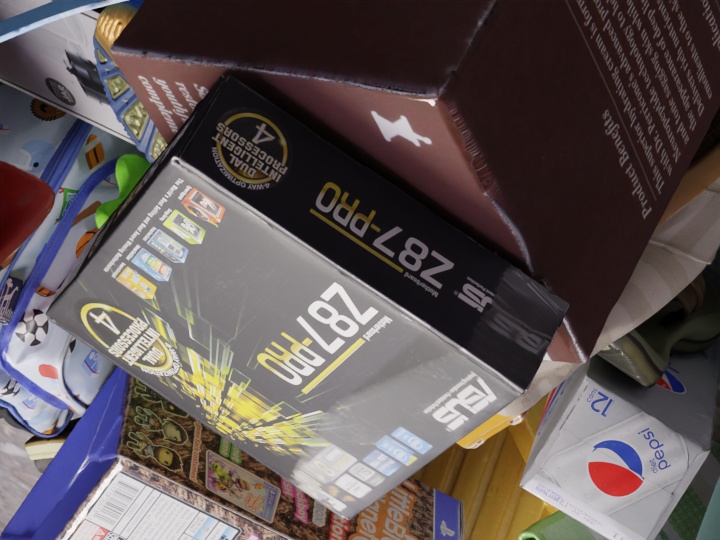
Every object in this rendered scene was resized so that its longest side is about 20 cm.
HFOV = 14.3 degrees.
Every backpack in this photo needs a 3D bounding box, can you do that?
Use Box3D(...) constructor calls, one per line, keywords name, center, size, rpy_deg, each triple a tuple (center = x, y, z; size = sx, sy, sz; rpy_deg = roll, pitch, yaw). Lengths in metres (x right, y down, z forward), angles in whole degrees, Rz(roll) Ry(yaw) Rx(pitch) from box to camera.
Box3D(name="backpack", center=(-0.167, -0.016, 1.516), size=(0.153, 0.192, 0.200), rpy_deg=(16, 169, 11))

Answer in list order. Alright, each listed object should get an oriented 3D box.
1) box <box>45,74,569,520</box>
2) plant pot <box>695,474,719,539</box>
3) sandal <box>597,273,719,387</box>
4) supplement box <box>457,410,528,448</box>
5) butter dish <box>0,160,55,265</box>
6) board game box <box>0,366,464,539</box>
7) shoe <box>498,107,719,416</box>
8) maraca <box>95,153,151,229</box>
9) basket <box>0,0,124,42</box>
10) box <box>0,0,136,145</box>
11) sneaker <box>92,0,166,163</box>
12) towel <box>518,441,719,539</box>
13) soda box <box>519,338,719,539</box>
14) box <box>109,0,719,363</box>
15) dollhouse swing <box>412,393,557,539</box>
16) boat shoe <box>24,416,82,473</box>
Box3D(name="box", center=(-0.028, 0.016, 1.149), size=(0.161, 0.049, 0.200), rpy_deg=(33, 153, -9))
Box3D(name="plant pot", center=(0.242, 0.134, 1.351), size=(0.199, 0.197, 0.201), rpy_deg=(24, 153, 13))
Box3D(name="sandal", center=(0.127, 0.005, 1.331), size=(0.080, 0.058, 0.201), rpy_deg=(33, -164, 13))
Box3D(name="supplement box", center=(0.000, 0.000, 1.375), size=(0.200, 0.069, 0.067), rpy_deg=(38, 153, -8))
Box3D(name="butter dish", center=(-0.271, -0.059, 1.353), size=(0.199, 0.200, 0.149), rpy_deg=(18, 130, 19))
Box3D(name="board game box", center=(-0.071, 0.158, 1.478), size=(0.199, 0.097, 0.160), rpy_deg=(28, 122, -16))
Box3D(name="shoe", center=(0.111, -0.014, 1.232), size=(0.070, 0.200, 0.054), rpy_deg=(17, 139, 45))
Box3D(name="maraca", center=(-0.058, 0.002, 1.447), size=(0.107, 0.138, 0.199), rpy_deg=(-28, 160, 34))
Box3D(name="basket", center=(-0.166, -0.193, 1.242), size=(0.175, 0.140, 0.201), rpy_deg=(-16, 124, 20))
Box3D(name="box", center=(-0.160, -0.139, 1.415), size=(0.199, 0.060, 0.117), rpy_deg=(26, 156, 28))
Box3D(name="sneaker", center=(-0.029, -0.064, 1.304), size=(0.200, 0.088, 0.075), rpy_deg=(39, 146, 6))
Box3D(name="towel", center=(0.168, 0.169, 1.457), size=(0.031, 0.200, 0.150), rpy_deg=(-44, 74, 33))
Box3D(name="soda box", center=(0.127, 0.066, 1.372), size=(0.068, 0.064, 0.200), rpy_deg=(30, -164, 0))
Box3D(name="box", center=(0.039, -0.099, 1.162), size=(0.163, 0.201, 0.166), rpy_deg=(11, 146, 35))
Box3D(name="dollhouse swing", center=(0.006, 0.100, 1.555), size=(0.199, 0.176, 0.182), rpy_deg=(12, 148, 34))
Box3D(name="boat shoe", center=(-0.102, 0.108, 1.569), size=(0.199, 0.073, 0.065), rpy_deg=(-5, 102, 40))
